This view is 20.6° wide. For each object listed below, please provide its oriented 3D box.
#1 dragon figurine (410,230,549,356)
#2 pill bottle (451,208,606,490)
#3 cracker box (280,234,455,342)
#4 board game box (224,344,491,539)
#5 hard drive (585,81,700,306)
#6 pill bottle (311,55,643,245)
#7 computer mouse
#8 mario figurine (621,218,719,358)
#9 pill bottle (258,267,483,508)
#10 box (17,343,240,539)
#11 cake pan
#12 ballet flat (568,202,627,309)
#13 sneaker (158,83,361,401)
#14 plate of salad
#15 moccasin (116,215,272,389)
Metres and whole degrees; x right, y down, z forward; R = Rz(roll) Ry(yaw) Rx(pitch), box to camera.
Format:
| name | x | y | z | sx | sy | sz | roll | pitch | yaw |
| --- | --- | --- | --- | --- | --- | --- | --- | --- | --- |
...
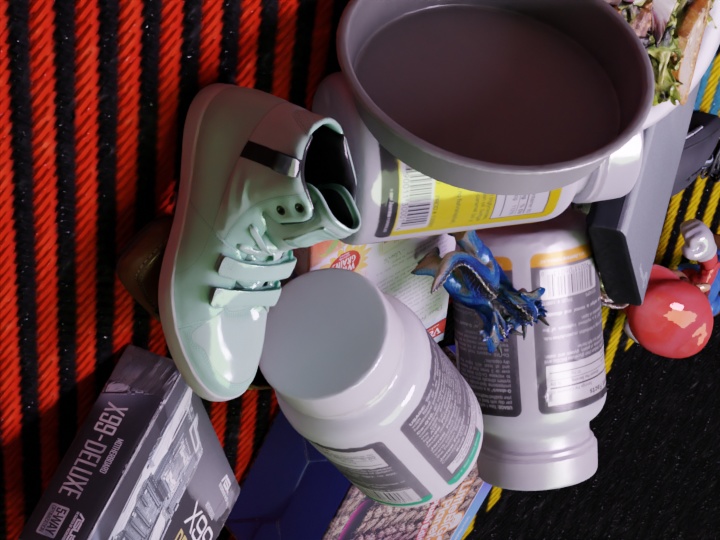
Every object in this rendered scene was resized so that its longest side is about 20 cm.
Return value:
| name | x | y | z | sx | sy | sz | roll | pitch | yaw |
| --- | --- | --- | --- | --- | --- | --- | --- | --- | --- |
| dragon figurine | 0.089 | 0.016 | 1.358 | 0.059 | 0.099 | 0.200 | -45 | 180 | 1 |
| pill bottle | 0.130 | 0.059 | 1.517 | 0.116 | 0.116 | 0.201 | -16 | 107 | -40 |
| cracker box | 0.000 | 0.000 | 1.422 | 0.134 | 0.058 | 0.201 | -28 | 146 | -25 |
| board game box | 0.014 | 0.161 | 1.602 | 0.199 | 0.097 | 0.160 | -9 | 135 | -45 |
| hard drive | 0.215 | -0.091 | 1.493 | 0.140 | 0.033 | 0.201 | 61 | 43 | -63 |
| pill bottle | 0.076 | -0.083 | 1.297 | 0.199 | 0.115 | 0.115 | -7 | 138 | -18 |
| computer mouse | 0.286 | -0.115 | 1.645 | 0.199 | 0.046 | 0.141 | -9 | 136 | -46 |
| mario figurine | 0.277 | 0.011 | 1.770 | 0.200 | 0.105 | 0.124 | -21 | 110 | -65 |
| pill bottle | 0.007 | 0.081 | 1.364 | 0.113 | 0.113 | 0.200 | -43 | 149 | -3 |
| box | -0.156 | 0.170 | 1.387 | 0.158 | 0.050 | 0.200 | -62 | 158 | -26 |
| cake pan | 0.081 | -0.120 | 1.227 | 0.200 | 0.200 | 0.037 | -26 | 147 | -30 |
| ballet flat | 0.189 | -0.019 | 1.620 | 0.069 | 0.071 | 0.200 | -42 | 150 | 2 |
| sneaker | -0.058 | -0.006 | 1.204 | 0.074 | 0.118 | 0.202 | -11 | 110 | -46 |
| plate of salad | 0.184 | -0.184 | 1.366 | 0.199 | 0.048 | 0.201 | -11 | 114 | -26 |
| moccasin | -0.100 | 0.028 | 1.309 | 0.074 | 0.078 | 0.202 | -39 | 149 | -8 |
